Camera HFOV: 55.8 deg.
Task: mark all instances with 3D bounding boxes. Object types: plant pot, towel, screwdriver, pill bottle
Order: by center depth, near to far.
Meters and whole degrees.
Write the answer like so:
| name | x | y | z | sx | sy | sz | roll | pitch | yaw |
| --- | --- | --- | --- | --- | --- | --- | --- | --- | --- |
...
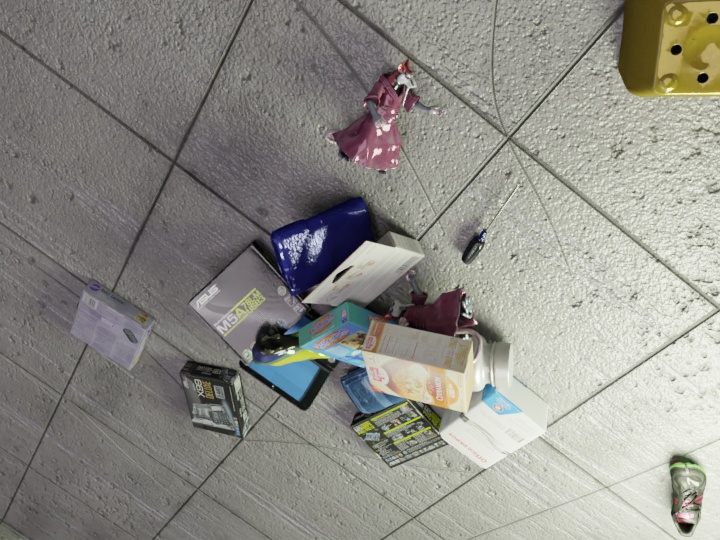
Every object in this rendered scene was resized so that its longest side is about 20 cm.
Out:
| name | x | y | z | sx | sy | sz | roll | pitch | yaw |
| --- | --- | --- | --- | --- | --- | --- | --- | --- | --- |
| plant pot | 0.450 | -0.325 | 0.899 | 0.191 | 0.201 | 0.198 | 4 | 124 | 18 |
| screwdriver | 0.239 | -0.088 | 1.260 | 0.029 | 0.028 | 0.202 | 44 | 131 | 24 |
| towel | -0.071 | -0.051 | 1.329 | 0.197 | 0.050 | 0.150 | -23 | 126 | -14 |
| pill bottle | 0.213 | 0.189 | 1.406 | 0.196 | 0.115 | 0.116 | 1 | 124 | 19 |
| towel | 0.052 | 0.257 | 1.548 | 0.198 | 0.049 | 0.113 | -30 | 97 | 34 |

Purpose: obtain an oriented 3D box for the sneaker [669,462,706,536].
| name | x | y | z | sx | sy | sz | roll | pitch | yaw |
| --- | --- | --- | --- | --- | --- | --- | --- | --- | --- |
| sneaker | 0.698 | 0.488 | 1.446 | 0.075 | 0.084 | 0.203 | -5 | 122 | 23 |

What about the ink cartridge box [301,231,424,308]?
| name | x | y | z | sx | sy | sz | roll | pitch | yaw |
| --- | --- | --- | --- | --- | --- | --- | --- | --- | --- |
| ink cartridge box | 0.000 | 0.000 | 1.322 | 0.175 | 0.045 | 0.200 | 12 | 136 | -46 |

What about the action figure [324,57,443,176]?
| name | x | y | z | sx | sy | sz | roll | pitch | yaw |
| --- | --- | --- | --- | --- | --- | --- | --- | --- | --- |
| action figure | 0.043 | -0.275 | 1.181 | 0.149 | 0.132 | 0.202 | 48 | 126 | 40 |

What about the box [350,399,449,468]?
| name | x | y | z | sx | sy | sz | roll | pitch | yaw |
| --- | --- | --- | --- | --- | --- | --- | --- | --- | --- |
| box | 0.097 | 0.380 | 1.631 | 0.199 | 0.044 | 0.160 | -34 | 106 | 35 |

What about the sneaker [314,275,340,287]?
| name | x | y | z | sx | sy | sz | roll | pitch | yaw |
| --- | --- | --- | --- | --- | --- | --- | --- | --- | --- |
| sneaker | -0.087 | 0.006 | 1.417 | 0.076 | 0.081 | 0.201 | -23 | 114 | 30 |

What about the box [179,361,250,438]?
| name | x | y | z | sx | sy | sz | roll | pitch | yaw |
| --- | --- | --- | --- | --- | --- | --- | --- | --- | --- |
| box | -0.379 | 0.339 | 1.783 | 0.155 | 0.050 | 0.203 | 9 | 126 | 16 |

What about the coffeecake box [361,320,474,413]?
| name | x | y | z | sx | sy | sz | roll | pitch | yaw |
| --- | --- | --- | --- | --- | --- | --- | --- | --- | --- |
| coffeecake box | 0.113 | 0.184 | 1.298 | 0.196 | 0.074 | 0.155 | 10 | 145 | 19 |

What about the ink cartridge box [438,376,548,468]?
| name | x | y | z | sx | sy | sz | roll | pitch | yaw |
| --- | --- | --- | --- | --- | --- | --- | --- | --- | --- |
| ink cartridge box | 0.289 | 0.326 | 1.492 | 0.144 | 0.085 | 0.200 | 38 | 128 | -8 |

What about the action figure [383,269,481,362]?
| name | x | y | z | sx | sy | sz | roll | pitch | yaw |
| --- | --- | --- | --- | --- | --- | --- | --- | --- | --- |
| action figure | 0.139 | 0.092 | 1.363 | 0.198 | 0.135 | 0.149 | 0 | 144 | 41 |

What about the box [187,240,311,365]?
| name | x | y | z | sx | sy | sz | roll | pitch | yaw |
| --- | --- | --- | --- | --- | --- | --- | --- | --- | --- |
| box | -0.240 | 0.073 | 1.486 | 0.199 | 0.048 | 0.194 | -40 | 105 | 6 |

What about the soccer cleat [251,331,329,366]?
| name | x | y | z | sx | sy | sz | roll | pitch | yaw |
| --- | --- | --- | --- | --- | --- | --- | --- | --- | --- |
| soccer cleat | -0.144 | 0.173 | 1.490 | 0.197 | 0.066 | 0.084 | 1 | 144 | -27 |

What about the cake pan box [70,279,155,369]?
| name | x | y | z | sx | sy | sz | roll | pitch | yaw |
| --- | --- | --- | --- | --- | --- | --- | --- | --- | --- |
| cake pan box | -0.643 | 0.142 | 1.748 | 0.198 | 0.053 | 0.185 | 32 | 127 | -2 |

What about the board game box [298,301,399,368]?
| name | x | y | z | sx | sy | sz | roll | pitch | yaw |
| --- | --- | --- | --- | --- | --- | --- | --- | --- | --- |
| board game box | -0.010 | 0.141 | 1.443 | 0.151 | 0.046 | 0.198 | -30 | 142 | 34 |

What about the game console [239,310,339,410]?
| name | x | y | z | sx | sy | sz | roll | pitch | yaw |
| --- | --- | --- | --- | --- | --- | --- | --- | --- | --- |
| game console | -0.146 | 0.187 | 1.543 | 0.198 | 0.119 | 0.171 | 34 | 129 | -5 |
